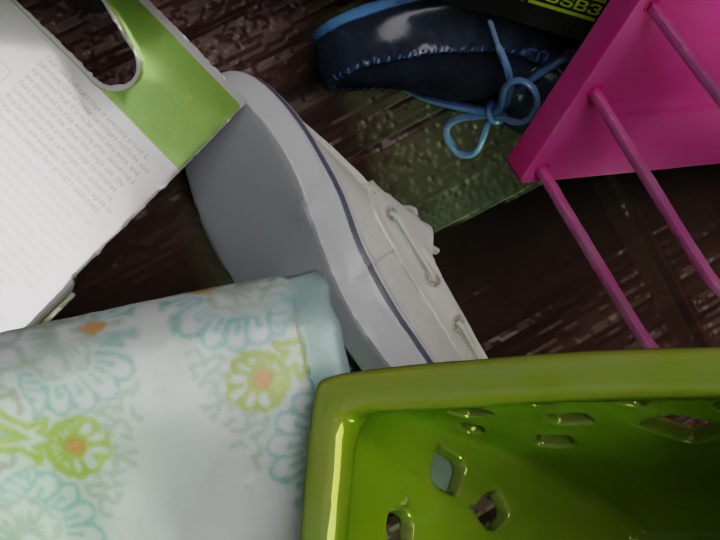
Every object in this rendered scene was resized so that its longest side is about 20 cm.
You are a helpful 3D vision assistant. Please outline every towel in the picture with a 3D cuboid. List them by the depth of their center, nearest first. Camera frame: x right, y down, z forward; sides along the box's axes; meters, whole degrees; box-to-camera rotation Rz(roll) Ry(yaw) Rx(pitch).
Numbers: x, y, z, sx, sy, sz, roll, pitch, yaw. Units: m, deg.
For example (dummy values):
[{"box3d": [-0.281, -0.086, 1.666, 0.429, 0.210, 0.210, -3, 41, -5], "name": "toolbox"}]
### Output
[{"box3d": [-0.073, 0.113, 0.643, 0.169, 0.048, 0.202, -12, 92, -10], "name": "towel"}]

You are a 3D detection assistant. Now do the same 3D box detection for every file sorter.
[{"box3d": [0.179, -0.067, 0.683, 0.138, 0.201, 0.126, -8, 55, -34], "name": "file sorter"}]

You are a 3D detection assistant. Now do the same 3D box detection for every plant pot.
[{"box3d": [0.105, 0.138, 0.601, 0.181, 0.199, 0.201, 15, 74, -52], "name": "plant pot"}]

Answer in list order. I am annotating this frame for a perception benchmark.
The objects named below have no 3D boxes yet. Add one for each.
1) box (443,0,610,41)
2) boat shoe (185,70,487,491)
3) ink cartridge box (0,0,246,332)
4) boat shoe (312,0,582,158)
[{"box3d": [0.042, -0.197, 0.760, 0.191, 0.048, 0.201, 16, 51, -14], "name": "box"}, {"box3d": [0.000, 0.000, 0.756, 0.070, 0.071, 0.201, -32, 86, -44], "name": "boat shoe"}, {"box3d": [-0.165, -0.040, 0.707, 0.148, 0.076, 0.200, 45, 72, -4], "name": "ink cartridge box"}, {"box3d": [0.079, -0.090, 0.776, 0.198, 0.084, 0.069, -7, 87, -14], "name": "boat shoe"}]
